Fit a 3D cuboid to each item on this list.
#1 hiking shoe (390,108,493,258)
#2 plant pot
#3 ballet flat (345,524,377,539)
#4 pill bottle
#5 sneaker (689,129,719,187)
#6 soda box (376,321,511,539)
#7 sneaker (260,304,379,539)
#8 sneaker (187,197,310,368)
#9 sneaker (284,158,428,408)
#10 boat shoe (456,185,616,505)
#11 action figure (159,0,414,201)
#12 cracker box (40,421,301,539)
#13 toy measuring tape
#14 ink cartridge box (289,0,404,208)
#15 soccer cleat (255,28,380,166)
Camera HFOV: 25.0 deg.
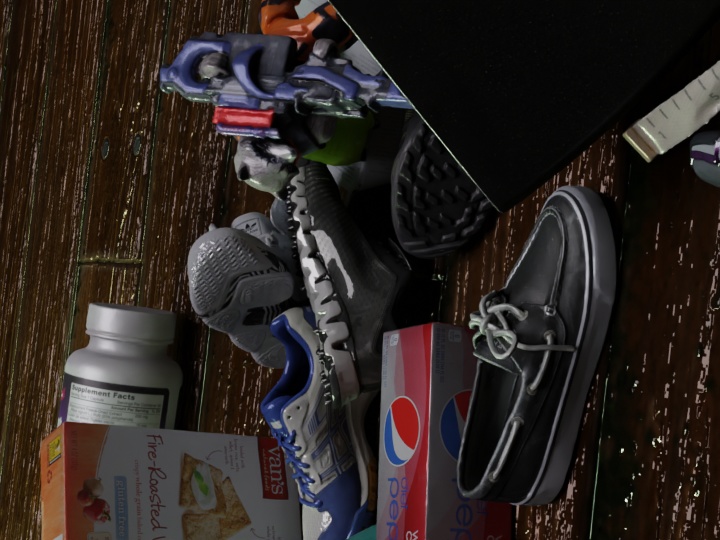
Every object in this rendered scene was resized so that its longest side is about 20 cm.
[{"bbox_3d":[0.063,-0.109,1.105,0.101,0.076,0.200,-93,13,-71],"label":"hiking shoe"},{"bbox_3d":[0.095,-0.190,0.881,0.177,0.200,0.200,-27,33,22],"label":"plant pot"},{"bbox_3d":[-0.019,0.226,1.137,0.200,0.065,0.071,-22,23,46],"label":"ballet flat"},{"bbox_3d":[-0.226,0.134,1.518,0.111,0.111,0.200,10,92,62],"label":"pill bottle"},{"bbox_3d":[0.223,-0.018,0.770,0.200,0.074,0.088,21,107,60],"label":"sneaker"},{"bbox_3d":[0.054,0.137,1.044,0.063,0.070,0.200,-16,70,58],"label":"soda box"},{"bbox_3d":[-0.038,0.124,1.200,0.075,0.088,0.200,-9,77,59],"label":"sneaker"},{"bbox_3d":[-0.088,-0.008,1.234,0.075,0.200,0.115,-22,61,8],"label":"sneaker"},{"bbox_3d":[0.000,0.000,1.163,0.066,0.090,0.200,89,169,-61],"label":"sneaker"},{"bbox_3d":[0.099,0.044,0.986,0.074,0.068,0.199,32,111,59],"label":"boat shoe"},{"bbox_3d":[-0.021,-0.133,1.087,0.200,0.105,0.194,17,74,33],"label":"action figure"},{"bbox_3d":[-0.144,0.195,1.260,0.058,0.200,0.134,-37,52,51],"label":"cracker box"},{"bbox_3d":[0.212,-0.123,0.815,0.200,0.074,0.074,-42,48,49],"label":"toy measuring tape"},{"bbox_3d":[-0.018,-0.143,1.273,0.200,0.041,0.200,43,121,56],"label":"ink cartridge box"},{"bbox_3d":[-0.056,-0.139,1.214,0.200,0.081,0.068,51,128,52],"label":"soccer cleat"}]
